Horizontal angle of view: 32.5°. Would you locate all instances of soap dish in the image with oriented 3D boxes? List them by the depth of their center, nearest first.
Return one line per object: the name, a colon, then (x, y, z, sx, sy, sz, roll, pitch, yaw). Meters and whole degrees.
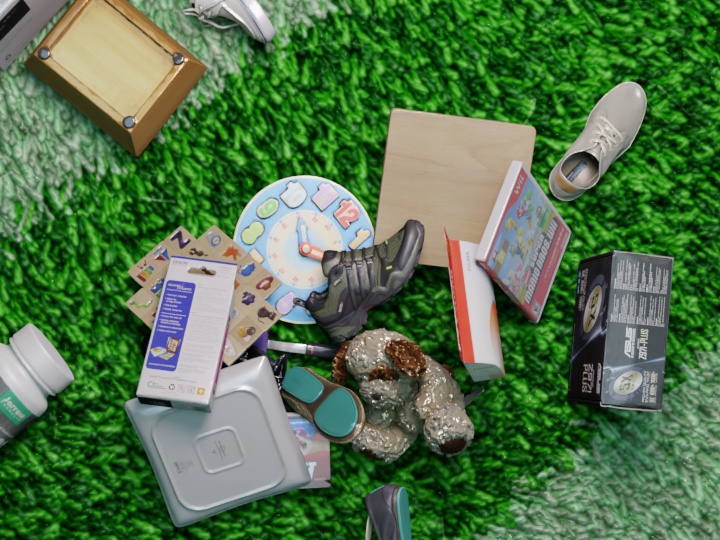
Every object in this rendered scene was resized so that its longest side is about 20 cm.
soap dish: (-0.329, -0.278, 1.653, 0.199, 0.081, 0.158, 39, 83, -1)

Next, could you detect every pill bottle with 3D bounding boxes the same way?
pill bottle: (-0.477, 0.167, 1.591, 0.199, 0.113, 0.114, -39, 91, -6)

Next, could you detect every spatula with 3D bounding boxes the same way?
spatula: (-0.089, 0.106, 1.681, 0.197, 0.021, 0.057, 7, 92, -6)

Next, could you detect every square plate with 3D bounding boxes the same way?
square plate: (-0.183, 0.231, 1.611, 0.195, 0.029, 0.202, -18, 112, 0)

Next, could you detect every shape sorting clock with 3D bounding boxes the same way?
shape sorting clock: (-0.076, -0.028, 1.683, 0.197, 0.039, 0.203, 0, 86, -6)

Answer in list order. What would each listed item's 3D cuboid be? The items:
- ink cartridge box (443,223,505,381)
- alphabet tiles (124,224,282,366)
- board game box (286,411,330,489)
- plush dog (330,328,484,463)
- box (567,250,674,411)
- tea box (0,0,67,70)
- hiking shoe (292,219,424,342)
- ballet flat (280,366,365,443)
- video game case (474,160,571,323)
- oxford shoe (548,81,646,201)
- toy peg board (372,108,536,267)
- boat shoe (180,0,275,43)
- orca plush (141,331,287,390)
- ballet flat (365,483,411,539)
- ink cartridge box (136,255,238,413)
ink cartridge box: (0.144, 0.041, 1.551, 0.049, 0.200, 0.165, -8, 74, 6)
alphabet tiles: (-0.207, 0.031, 1.635, 0.199, 0.006, 0.166, 39, 68, 19)
board game box: (-0.139, 0.245, 1.668, 0.197, 0.019, 0.105, -2, 88, -6)
plush dog: (0.054, 0.143, 1.622, 0.172, 0.198, 0.162, 48, 51, -28)
box: (0.346, 0.083, 1.656, 0.085, 0.164, 0.203, 6, 86, -6)
tea box: (-0.485, -0.412, 1.611, 0.196, 0.134, 0.200, 42, 83, 4)
hiking shoe: (0.000, 0.000, 1.623, 0.100, 0.076, 0.200, 38, 104, -15)
ballet flat: (-0.037, 0.183, 1.605, 0.070, 0.200, 0.065, -44, 122, -7)
video game case: (0.220, -0.035, 1.642, 0.017, 0.200, 0.145, 12, 71, 35)
oxford shoe: (0.338, -0.181, 1.727, 0.075, 0.058, 0.201, 39, 82, 0)
toy peg board: (0.122, -0.113, 1.695, 0.197, 0.098, 0.202, 7, 101, -5)
boat shoe: (-0.207, -0.370, 1.675, 0.086, 0.075, 0.202, -42, 89, -7)
orca plush: (-0.200, 0.126, 1.629, 0.198, 0.071, 0.106, 25, 107, 0)
ballet flat: (0.044, 0.387, 1.659, 0.072, 0.073, 0.203, -11, 93, -6)
ink cartridge box: (-0.219, 0.080, 1.584, 0.093, 0.037, 0.203, 7, 64, 5)
